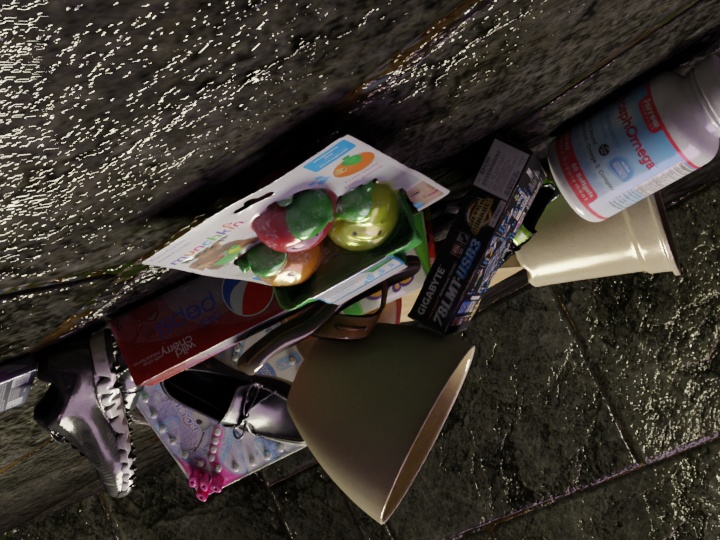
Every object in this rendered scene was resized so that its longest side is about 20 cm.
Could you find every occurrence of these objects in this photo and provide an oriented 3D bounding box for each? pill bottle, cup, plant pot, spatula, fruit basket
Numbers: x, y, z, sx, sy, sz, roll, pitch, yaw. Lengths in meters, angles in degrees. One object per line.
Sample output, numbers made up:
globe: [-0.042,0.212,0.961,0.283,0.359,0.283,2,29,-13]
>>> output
pill bottle: [0.309,-0.142,1.109,0.199,0.110,0.108,-32,170,32]
cup: [0.010,0.132,1.055,0.201,0.142,0.201,-57,167,-21]
plant pot: [0.286,-0.066,1.303,0.182,0.203,0.200,-17,175,19]
spatula: [0.109,-0.069,1.238,0.199,0.021,0.057,-12,151,-51]
fruit basket: [-0.039,-0.030,0.793,0.184,0.095,0.200,-29,168,19]

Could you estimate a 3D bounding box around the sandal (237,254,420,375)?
sandal: [-0.024,0.051,0.986,0.199,0.055,0.082,-32,174,-10]

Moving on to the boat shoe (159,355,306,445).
boat shoe: [-0.128,0.140,1.105,0.075,0.198,0.062,-60,-170,19]

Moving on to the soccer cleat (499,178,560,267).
soccer cleat: [0.156,-0.036,1.213,0.201,0.067,0.081,-52,-152,-11]

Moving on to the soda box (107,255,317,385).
soda box: [-0.133,0.037,0.987,0.198,0.071,0.063,-26,174,-1]

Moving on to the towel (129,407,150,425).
towel: [-0.191,0.164,1.376,0.145,0.030,0.199,0,-165,42]

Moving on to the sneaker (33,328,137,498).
sneaker: [-0.273,0.147,1.020,0.089,0.067,0.202,-9,126,-12]

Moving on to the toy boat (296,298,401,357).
toy boat: [-0.012,0.083,1.230,0.129,0.203,0.131,9,-175,16]

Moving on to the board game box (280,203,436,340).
board game box: [0.000,0.000,1.118,0.198,0.096,0.030,-25,-146,-22]

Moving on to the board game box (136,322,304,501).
board game box: [-0.151,0.142,1.154,0.199,0.201,0.026,-28,-162,13]

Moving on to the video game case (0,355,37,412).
video game case: [-0.406,0.140,0.966,0.198,0.019,0.143,-21,170,-27]

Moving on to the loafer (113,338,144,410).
loafer: [-0.250,0.112,1.085,0.200,0.071,0.068,-32,169,34]

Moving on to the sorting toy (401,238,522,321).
sorting toy: [0.073,0.005,1.345,0.198,0.070,0.198,-4,161,-38]

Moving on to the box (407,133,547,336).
box: [0.127,-0.031,1.088,0.200,0.049,0.200,-62,167,6]
